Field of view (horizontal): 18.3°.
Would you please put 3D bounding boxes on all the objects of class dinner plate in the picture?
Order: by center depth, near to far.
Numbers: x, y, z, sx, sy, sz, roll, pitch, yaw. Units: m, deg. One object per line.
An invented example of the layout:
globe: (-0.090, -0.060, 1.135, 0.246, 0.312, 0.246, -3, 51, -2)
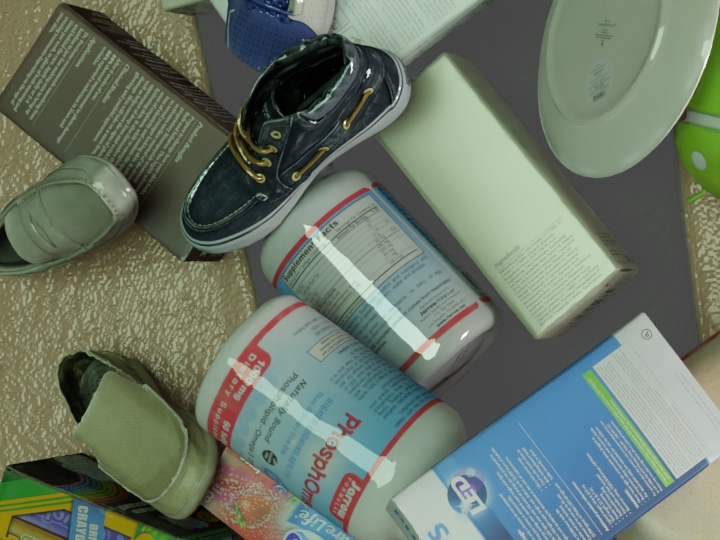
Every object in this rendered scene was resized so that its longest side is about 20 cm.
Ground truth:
dinner plate: (0.172, -0.162, 1.516, 0.200, 0.024, 0.200, -32, 52, 53)

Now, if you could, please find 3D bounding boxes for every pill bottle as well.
pill bottle: (-0.003, 0.113, 1.497, 0.200, 0.109, 0.109, 34, 101, 16)
pill bottle: (0.000, 0.000, 1.602, 0.109, 0.109, 0.200, -47, 76, 14)

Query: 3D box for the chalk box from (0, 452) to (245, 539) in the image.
chalk box: (-0.169, 0.230, 1.656, 0.200, 0.125, 0.124, 21, 97, 20)

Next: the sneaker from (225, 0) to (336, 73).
sneaker: (-0.049, -0.229, 1.496, 0.080, 0.115, 0.200, 27, 105, 13)

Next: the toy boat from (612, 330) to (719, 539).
toy boat: (0.233, 0.129, 1.514, 0.200, 0.131, 0.131, -32, 80, -25)

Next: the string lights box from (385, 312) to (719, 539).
string lights box: (0.125, 0.127, 1.402, 0.200, 0.059, 0.103, -35, 82, -9)

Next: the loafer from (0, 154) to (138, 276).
loafer: (-0.225, -0.033, 1.651, 0.070, 0.070, 0.200, 51, 150, -8)

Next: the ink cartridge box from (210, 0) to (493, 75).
ink cartridge box: (-0.024, -0.226, 1.572, 0.173, 0.044, 0.200, -36, 86, 21)

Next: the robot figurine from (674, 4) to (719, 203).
robot figurine: (0.279, -0.130, 1.495, 0.175, 0.116, 0.200, 18, 97, 32)

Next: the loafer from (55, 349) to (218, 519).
loafer: (-0.170, 0.117, 1.636, 0.200, 0.068, 0.076, 36, 101, 53)

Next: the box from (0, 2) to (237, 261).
box: (-0.165, -0.104, 1.680, 0.200, 0.075, 0.100, 39, 102, 17)

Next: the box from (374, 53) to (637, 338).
box: (0.100, -0.052, 1.578, 0.082, 0.068, 0.200, -40, 77, 16)

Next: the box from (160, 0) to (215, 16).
box: (-0.053, -0.249, 1.640, 0.200, 0.068, 0.082, -12, 88, 19)

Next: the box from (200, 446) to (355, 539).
box: (-0.003, 0.179, 1.608, 0.200, 0.103, 0.095, 36, 103, 15)

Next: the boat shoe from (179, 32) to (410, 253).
boat shoe: (-0.064, -0.090, 1.528, 0.200, 0.091, 0.071, -40, 65, 17)
